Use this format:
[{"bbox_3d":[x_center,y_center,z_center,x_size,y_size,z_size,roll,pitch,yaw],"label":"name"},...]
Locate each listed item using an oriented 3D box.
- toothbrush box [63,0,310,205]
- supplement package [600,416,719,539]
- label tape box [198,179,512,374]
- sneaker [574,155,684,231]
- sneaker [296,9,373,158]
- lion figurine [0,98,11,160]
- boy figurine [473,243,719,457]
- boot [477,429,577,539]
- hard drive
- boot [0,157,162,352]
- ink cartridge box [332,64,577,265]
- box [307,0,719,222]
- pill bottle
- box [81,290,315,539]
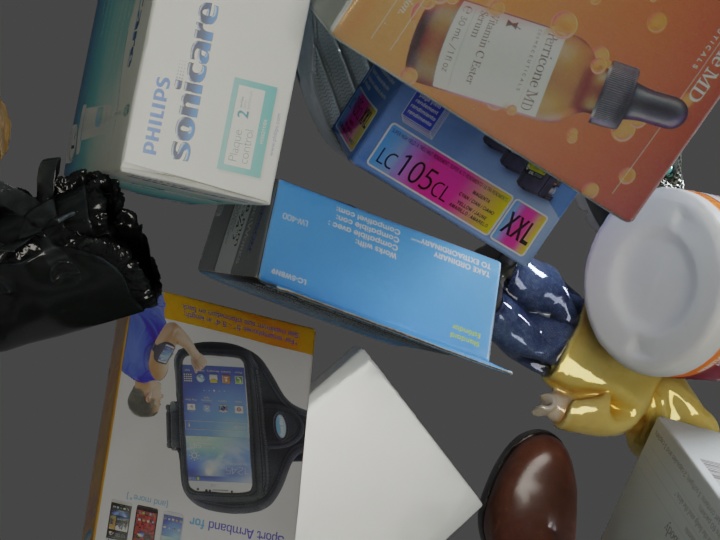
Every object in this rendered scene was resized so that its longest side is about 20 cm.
[{"bbox_3d":[-0.098,-0.115,0.956,0.085,0.200,0.148,12,88,-17],"label":"toothbrush box"},{"bbox_3d":[0.231,0.227,1.068,0.150,0.152,0.201,16,108,-17],"label":"supplement package"},{"bbox_3d":[0.000,0.000,0.991,0.143,0.200,0.064,20,86,-17],"label":"label tape box"},{"bbox_3d":[0.175,-0.102,1.099,0.077,0.091,0.202,-15,97,-16],"label":"sneaker"},{"bbox_3d":[-0.025,-0.165,1.048,0.073,0.071,0.201,-24,116,-21],"label":"sneaker"},{"bbox_3d":[-0.289,-0.042,0.966,0.199,0.072,0.123,-14,79,-11],"label":"lion figurine"},{"bbox_3d":[0.151,0.054,1.112,0.199,0.064,0.125,34,56,-19],"label":"boy figurine"},{"bbox_3d":[0.126,0.200,1.038,0.068,0.200,0.190,17,87,-17],"label":"boot"},{"bbox_3d":[-0.037,0.163,1.076,0.200,0.026,0.132,-41,103,-12],"label":"hard drive"},{"bbox_3d":[-0.186,0.024,0.928,0.161,0.199,0.074,-18,60,0],"label":"boot"},{"bbox_3d":[0.093,-0.124,1.012,0.136,0.076,0.201,29,101,-21],"label":"ink cartridge box"},{"bbox_3d":[0.094,-0.148,0.901,0.199,0.106,0.153,29,103,-21],"label":"box"},{"bbox_3d":[0.245,0.014,1.086,0.199,0.114,0.115,6,90,-42],"label":"pill bottle"},{"bbox_3d":[-0.094,0.114,1.001,0.118,0.042,0.201,14,56,-17],"label":"box"}]
